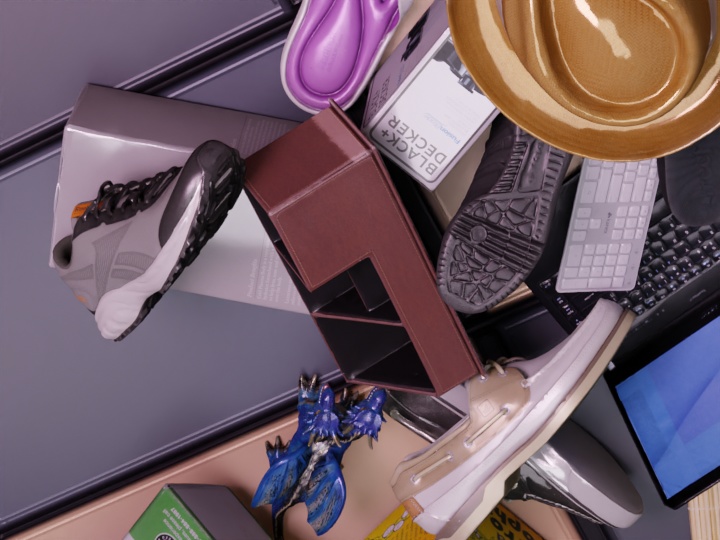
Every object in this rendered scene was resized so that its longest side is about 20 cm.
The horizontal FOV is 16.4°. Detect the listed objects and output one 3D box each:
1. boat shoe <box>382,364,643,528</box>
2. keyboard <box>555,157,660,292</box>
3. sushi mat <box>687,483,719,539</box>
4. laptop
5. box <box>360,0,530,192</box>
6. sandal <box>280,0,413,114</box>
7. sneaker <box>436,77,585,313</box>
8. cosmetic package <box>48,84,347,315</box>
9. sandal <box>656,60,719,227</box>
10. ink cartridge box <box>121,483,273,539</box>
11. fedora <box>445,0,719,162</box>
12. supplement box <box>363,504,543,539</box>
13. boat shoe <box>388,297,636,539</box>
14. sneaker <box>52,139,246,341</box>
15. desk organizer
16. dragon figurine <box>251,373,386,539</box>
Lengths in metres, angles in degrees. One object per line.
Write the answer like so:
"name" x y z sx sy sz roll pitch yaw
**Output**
"boat shoe" 0.102 0.122 1.715 0.200 0.071 0.064 36 112 -3
"keyboard" 0.167 -0.073 1.582 0.056 0.011 0.201 -5 123 -24
"sushi mat" 0.277 0.165 1.749 0.095 0.012 0.201 -6 114 6
"laptop" 0.211 0.020 1.637 0.177 0.103 0.200 -36 108 18
"box" 0.085 -0.157 1.556 0.060 0.117 0.200 36 113 -11
"sandal" 0.001 -0.186 1.585 0.082 0.050 0.204 13 115 -2
"sneaker" 0.105 -0.070 1.575 0.060 0.104 0.201 24 97 -2
"cosmetic package" -0.099 -0.046 1.641 0.199 0.090 0.107 13 116 1
"sandal" 0.208 -0.106 1.541 0.075 0.048 0.201 -26 127 -3
"ink cartridge box" -0.129 0.267 1.712 0.147 0.083 0.200 47 108 23
"fedora" 0.142 -0.146 1.447 0.199 0.082 0.202 2 112 6
"supplement box" 0.032 0.253 1.755 0.109 0.110 0.200 40 112 -14
"boat shoe" 0.098 0.090 1.631 0.068 0.075 0.200 40 97 7
"sneaker" -0.136 -0.026 1.535 0.079 0.074 0.200 42 141 -4
"desk organizer" 0.000 0.000 1.573 0.077 0.072 0.200 -32 127 -6
"dragon figurine" -0.037 0.140 1.711 0.059 0.100 0.201 23 119 -7
